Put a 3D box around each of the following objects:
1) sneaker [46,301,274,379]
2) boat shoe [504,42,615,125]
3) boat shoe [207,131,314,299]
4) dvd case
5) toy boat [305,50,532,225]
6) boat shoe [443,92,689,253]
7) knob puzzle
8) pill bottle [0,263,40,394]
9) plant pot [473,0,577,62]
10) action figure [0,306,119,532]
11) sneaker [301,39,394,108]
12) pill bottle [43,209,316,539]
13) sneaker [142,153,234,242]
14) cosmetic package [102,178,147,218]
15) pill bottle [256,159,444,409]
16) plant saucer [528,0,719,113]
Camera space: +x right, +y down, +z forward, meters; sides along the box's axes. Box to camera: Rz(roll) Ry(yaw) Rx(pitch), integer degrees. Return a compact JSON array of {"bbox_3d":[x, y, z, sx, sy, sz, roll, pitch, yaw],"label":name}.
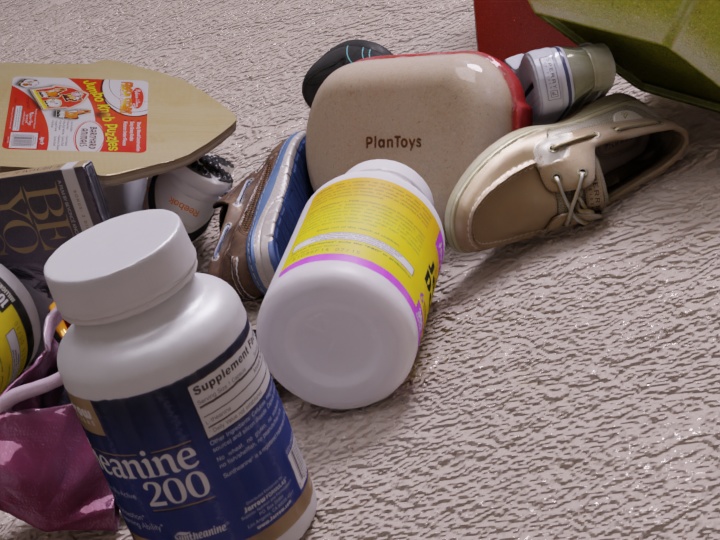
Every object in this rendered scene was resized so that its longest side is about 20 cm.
[{"bbox_3d":[-0.137,0.054,1.338,0.200,0.077,0.078,-4,27,30],"label":"sneaker"},{"bbox_3d":[0.149,-0.134,1.486,0.062,0.072,0.200,-10,2,-3],"label":"boat shoe"},{"bbox_3d":[-0.075,-0.045,1.505,0.072,0.072,0.200,-14,25,17],"label":"boat shoe"},{"bbox_3d":[-0.260,0.000,1.457,0.200,0.149,0.016,-6,22,28],"label":"dvd case"},{"bbox_3d":[0.058,-0.096,1.487,0.200,0.131,0.131,2,2,39],"label":"toy boat"},{"bbox_3d":[0.146,-0.065,1.382,0.200,0.072,0.065,-27,36,-29],"label":"boat shoe"},{"bbox_3d":[-0.197,-0.109,1.531,0.220,0.030,0.220,4,31,-2],"label":"knob puzzle"},{"bbox_3d":[-0.320,0.077,1.384,0.112,0.112,0.200,-6,28,28],"label":"pill bottle"},{"bbox_3d":[0.190,-0.288,1.690,0.176,0.200,0.200,-1,28,10],"label":"plant pot"},{"bbox_3d":[-0.240,0.124,1.202,0.200,0.149,0.134,-12,27,-17],"label":"action figure"},{"bbox_3d":[0.014,-0.146,1.647,0.200,0.075,0.079,6,37,45],"label":"sneaker"},{"bbox_3d":[-0.106,0.071,1.125,0.111,0.200,0.111,-17,24,8],"label":"pill bottle"},{"bbox_3d":[-0.151,-0.066,1.610,0.080,0.074,0.200,-63,7,8],"label":"sneaker"},{"bbox_3d":[-0.301,-0.035,1.598,0.199,0.123,0.200,-10,25,21],"label":"cosmetic package"},{"bbox_3d":[0.000,0.000,1.312,0.104,0.104,0.200,-12,26,17],"label":"pill bottle"},{"bbox_3d":[0.222,-0.166,1.428,0.200,0.200,0.048,23,86,49],"label":"plant saucer"}]
